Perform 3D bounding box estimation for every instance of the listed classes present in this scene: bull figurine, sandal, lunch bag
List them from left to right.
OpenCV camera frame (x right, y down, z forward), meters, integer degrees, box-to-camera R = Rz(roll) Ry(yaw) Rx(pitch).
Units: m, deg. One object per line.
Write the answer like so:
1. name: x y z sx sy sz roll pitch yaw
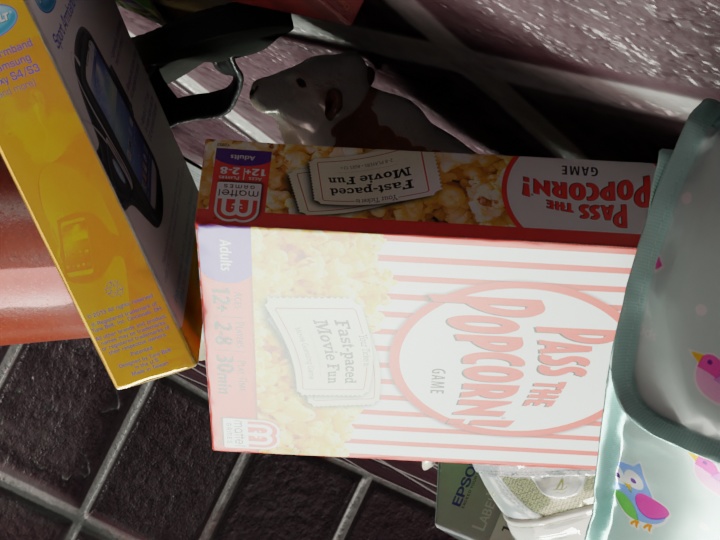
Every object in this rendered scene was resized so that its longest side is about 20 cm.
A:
1. sandal: -0.084 -0.086 0.889 0.074 0.046 0.200 -16 -175 -21
2. bull figurine: 0.028 -0.016 0.871 0.199 0.122 0.065 23 -155 -21
3. lunch bag: 0.170 0.043 0.659 0.169 0.122 0.201 21 141 17

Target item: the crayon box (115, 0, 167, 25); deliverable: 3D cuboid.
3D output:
1. crayon box: -0.200 -0.154 0.923 0.199 0.052 0.126 25 171 13

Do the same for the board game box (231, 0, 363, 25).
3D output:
1. board game box: -0.091 -0.152 0.712 0.102 0.020 0.200 17 167 44

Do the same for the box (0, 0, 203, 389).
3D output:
1. box: -0.114 -0.067 0.778 0.119 0.041 0.201 -90 -22 -62

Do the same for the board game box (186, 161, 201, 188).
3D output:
1. board game box: -0.212 -0.098 1.351 0.199 0.034 0.134 30 171 -20

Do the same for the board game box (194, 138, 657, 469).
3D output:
1. board game box: 0.036 0.018 0.796 0.198 0.047 0.152 2 141 2

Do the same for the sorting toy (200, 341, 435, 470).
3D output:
1. sorting toy: -0.007 0.063 1.505 0.199 0.108 0.180 25 179 10

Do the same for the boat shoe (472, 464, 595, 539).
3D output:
1. boat shoe: 0.141 0.066 0.889 0.201 0.075 0.065 -26 110 31

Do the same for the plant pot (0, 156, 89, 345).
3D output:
1. plant pot: -0.229 -0.035 1.196 0.193 0.203 0.201 0 161 22

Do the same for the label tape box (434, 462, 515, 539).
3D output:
1. label tape box: 0.115 0.142 1.039 0.199 0.067 0.143 12 164 45
